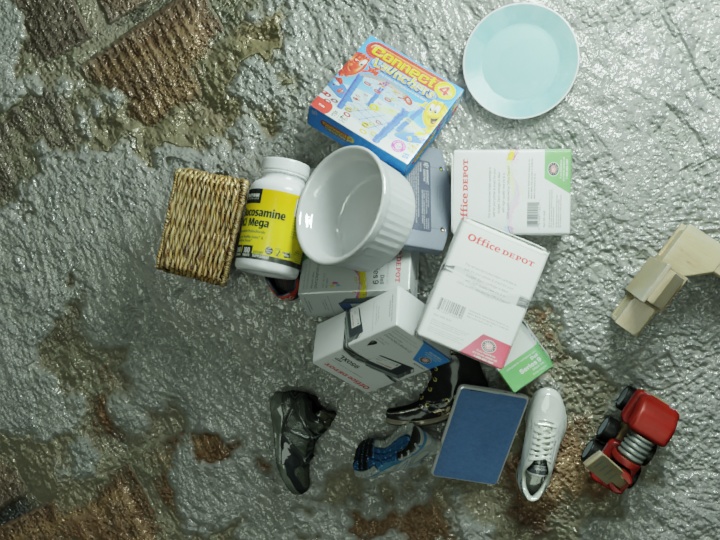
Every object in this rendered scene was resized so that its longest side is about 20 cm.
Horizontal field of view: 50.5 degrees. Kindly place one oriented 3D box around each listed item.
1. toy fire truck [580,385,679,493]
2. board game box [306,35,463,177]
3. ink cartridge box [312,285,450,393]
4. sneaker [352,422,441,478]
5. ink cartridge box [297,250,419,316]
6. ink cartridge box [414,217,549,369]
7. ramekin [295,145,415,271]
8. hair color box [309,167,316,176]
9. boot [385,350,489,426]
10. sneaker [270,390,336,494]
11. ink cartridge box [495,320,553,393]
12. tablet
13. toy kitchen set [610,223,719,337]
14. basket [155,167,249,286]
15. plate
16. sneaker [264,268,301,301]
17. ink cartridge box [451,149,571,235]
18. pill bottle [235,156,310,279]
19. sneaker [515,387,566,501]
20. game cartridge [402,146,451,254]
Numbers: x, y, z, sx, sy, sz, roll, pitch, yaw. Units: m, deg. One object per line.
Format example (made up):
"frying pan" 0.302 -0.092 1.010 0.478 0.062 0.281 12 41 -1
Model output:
"toy fire truck" 0.440 0.289 1.264 0.129 0.200 0.176 32 100 7
"board game box" 0.044 -0.284 1.327 0.200 0.056 0.196 32 65 7
"ink cartridge box" 0.037 0.126 1.331 0.200 0.084 0.145 -27 132 36
"sneaker" 0.067 0.342 1.399 0.200 0.087 0.075 -30 46 42
"ink cartridge box" 0.000 0.000 1.363 0.200 0.088 0.145 -1 57 11
"ink cartridge box" 0.189 0.035 1.207 0.146 0.085 0.200 23 87 2
"ramekin" -0.005 -0.095 1.254 0.200 0.098 0.201 -17 65 40
"hair color box" -0.044 -0.138 1.405 0.200 0.061 0.100 4 94 11
"boot" 0.134 0.198 1.387 0.200 0.073 0.151 -11 93 9
"sneaker" -0.101 0.325 1.445 0.114 0.076 0.200 -7 87 19
"ink cartridge box" 0.236 0.097 1.320 0.084 0.146 0.200 -37 87 10
"tablet" 0.212 0.296 1.367 0.130 0.014 0.200 11 114 -8
"toy kitchen set" 0.545 0.053 1.243 0.180 0.163 0.200 36 101 7
"basket" -0.267 -0.077 1.413 0.149 0.143 0.200 12 91 14
"plate" 0.280 -0.365 1.338 0.200 0.026 0.200 1 94 13
"sneaker" -0.159 -0.037 1.425 0.075 0.085 0.200 -23 89 13
"ink cartridge box" 0.258 -0.134 1.323 0.200 0.084 0.145 1 95 7
"pill bottle" -0.147 -0.091 1.335 0.112 0.112 0.200 8 83 11
"sneaker" 0.323 0.309 1.353 0.076 0.080 0.200 8 94 13
"game cartridge" 0.094 -0.127 1.334 0.133 0.041 0.200 7 69 -15
